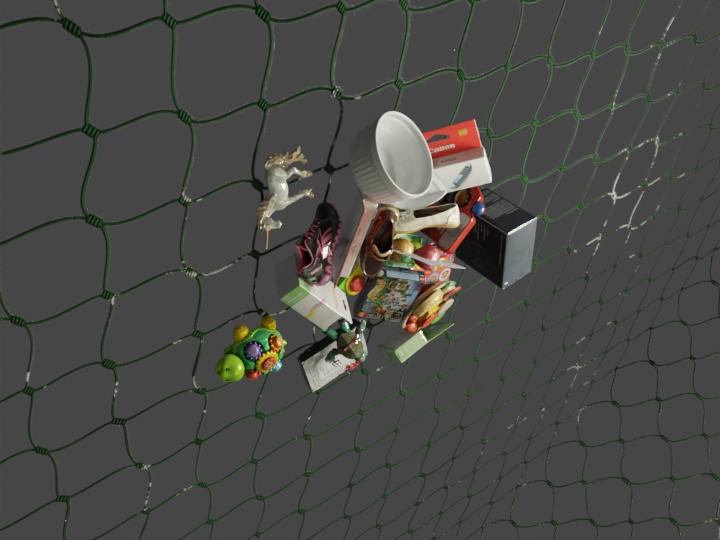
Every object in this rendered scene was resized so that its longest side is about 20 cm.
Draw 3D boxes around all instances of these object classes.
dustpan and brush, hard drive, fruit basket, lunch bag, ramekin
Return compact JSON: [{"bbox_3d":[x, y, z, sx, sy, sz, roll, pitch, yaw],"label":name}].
[{"bbox_3d":[0.103,-0.184,1.667,0.199,0.057,0.140,-22,138,27],"label":"dustpan and brush"},{"bbox_3d":[-0.075,0.238,1.872,0.199,0.038,0.140,-31,136,-19],"label":"hard drive"},{"bbox_3d":[0.138,-0.033,1.694,0.185,0.200,0.094,5,109,-52],"label":"fruit basket"},{"bbox_3d":[0.165,0.020,1.890,0.199,0.082,0.177,-16,134,-34],"label":"lunch bag"},{"bbox_3d":[0.063,-0.247,1.513,0.200,0.105,0.201,19,63,-43],"label":"ramekin"}]

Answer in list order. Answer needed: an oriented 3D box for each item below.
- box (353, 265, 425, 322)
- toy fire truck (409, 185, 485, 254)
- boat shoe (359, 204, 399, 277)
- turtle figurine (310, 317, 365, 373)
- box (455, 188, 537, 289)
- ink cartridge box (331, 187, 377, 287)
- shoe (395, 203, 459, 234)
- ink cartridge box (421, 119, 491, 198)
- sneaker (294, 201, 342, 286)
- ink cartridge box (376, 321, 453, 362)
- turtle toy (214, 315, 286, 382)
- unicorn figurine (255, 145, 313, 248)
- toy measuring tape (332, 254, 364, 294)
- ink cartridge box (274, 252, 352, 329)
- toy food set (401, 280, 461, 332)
[{"bbox_3d":[0.073,0.064,1.772,0.136,0.038,0.200,7,143,-15],"label":"box"},{"bbox_3d":[0.240,-0.156,1.749,0.200,0.168,0.112,-51,140,3],"label":"toy fire truck"},{"bbox_3d":[0.043,-0.056,1.587,0.072,0.072,0.201,16,125,-9],"label":"boat shoe"},{"bbox_3d":[-0.038,0.181,1.780,0.150,0.101,0.200,-40,114,-14],"label":"turtle figurine"},{"bbox_3d":[0.380,-0.092,1.900,0.124,0.197,0.201,-27,135,-24],"label":"box"},{"bbox_3d":[-0.015,-0.074,1.574,0.044,0.176,0.201,17,111,-14],"label":"ink cartridge box"},{"bbox_3d":[0.149,-0.135,1.666,0.199,0.070,0.054,-5,130,-3],"label":"shoe"},{"bbox_3d":[0.205,-0.267,1.643,0.199,0.045,0.176,-12,140,17],"label":"ink cartridge box"},{"bbox_3d":[-0.104,-0.068,1.538,0.095,0.079,0.201,17,73,-37],"label":"sneaker"},{"bbox_3d":[0.159,0.191,1.965,0.200,0.145,0.048,-36,100,-17],"label":"ink cartridge box"},{"bbox_3d":[-0.265,0.209,1.631,0.199,0.101,0.146,-17,130,-32],"label":"turtle toy"},{"bbox_3d":[-0.171,-0.169,1.461,0.137,0.074,0.201,-18,117,-19],"label":"unicorn figurine"},{"bbox_3d":[0.000,0.000,1.740,0.200,0.073,0.074,-49,141,-16],"label":"toy measuring tape"},{"bbox_3d":[-0.112,0.061,1.608,0.067,0.117,0.200,-36,130,18],"label":"ink cartridge box"},{"bbox_3d":[0.198,0.100,1.874,0.197,0.049,0.200,-25,155,-40],"label":"toy food set"}]
